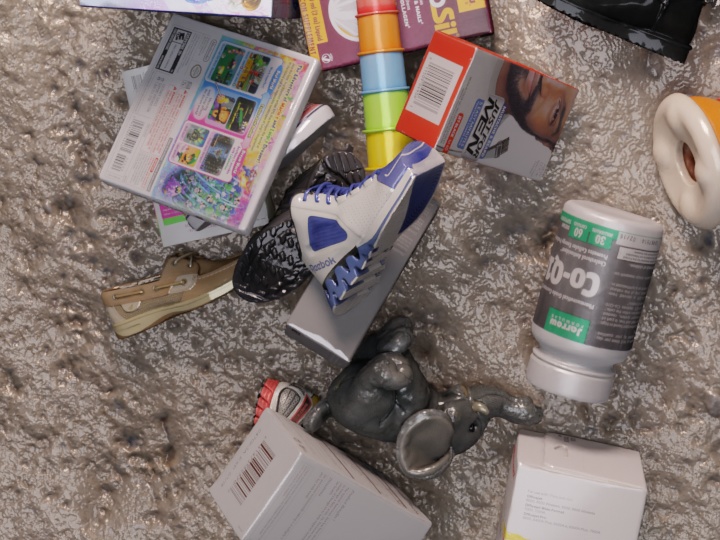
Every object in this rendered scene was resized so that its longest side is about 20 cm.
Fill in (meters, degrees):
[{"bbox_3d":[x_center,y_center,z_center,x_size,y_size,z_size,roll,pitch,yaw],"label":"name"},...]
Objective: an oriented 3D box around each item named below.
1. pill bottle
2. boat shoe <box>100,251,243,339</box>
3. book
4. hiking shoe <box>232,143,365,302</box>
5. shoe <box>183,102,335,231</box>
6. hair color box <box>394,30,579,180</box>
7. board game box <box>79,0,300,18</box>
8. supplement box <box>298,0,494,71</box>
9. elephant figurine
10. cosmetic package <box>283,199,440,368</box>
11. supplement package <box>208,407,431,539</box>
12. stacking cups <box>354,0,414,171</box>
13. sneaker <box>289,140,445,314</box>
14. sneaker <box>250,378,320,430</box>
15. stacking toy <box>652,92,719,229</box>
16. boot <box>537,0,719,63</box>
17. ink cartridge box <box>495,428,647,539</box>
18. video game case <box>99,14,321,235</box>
[{"bbox_3d":[0.249,0.033,1.641,0.112,0.113,0.202,14,100,4],"label":"pill bottle"},{"bbox_3d":[-0.200,0.012,1.708,0.199,0.071,0.065,-24,96,11],"label":"boat shoe"},{"bbox_3d":[-0.181,-0.138,1.697,0.132,0.048,0.202,-11,96,9],"label":"book"},{"bbox_3d":[-0.063,-0.049,1.653,0.076,0.101,0.200,40,101,-7],"label":"hiking shoe"},{"bbox_3d":[-0.128,-0.137,1.633,0.200,0.071,0.091,-37,87,10],"label":"shoe"},{"bbox_3d":[0.135,-0.168,1.581,0.064,0.199,0.112,30,103,36],"label":"hair color box"},{"bbox_3d":[-0.173,-0.290,1.594,0.198,0.200,0.042,5,100,6],"label":"board game box"},{"bbox_3d":[0.037,-0.287,1.628,0.198,0.086,0.111,-11,97,8],"label":"supplement box"},{"bbox_3d":[0.073,0.162,1.678,0.200,0.142,0.155,44,137,-14],"label":"elephant figurine"},{"bbox_3d":[0.000,0.000,1.640,0.090,0.107,0.201,28,83,0],"label":"cosmetic package"},{"bbox_3d":[-0.044,0.260,1.659,0.199,0.117,0.117,34,93,-31],"label":"supplement package"},{"bbox_3d":[0.028,-0.205,1.569,0.060,0.061,0.202,-3,95,7],"label":"stacking cups"},{"bbox_3d":[-0.012,-0.061,1.527,0.115,0.080,0.200,43,123,16],"label":"sneaker"},{"bbox_3d":[-0.088,0.227,1.727,0.081,0.078,0.202,8,101,1],"label":"sneaker"},{"bbox_3d":[0.423,-0.137,1.608,0.198,0.146,0.148,-17,97,-11],"label":"stacking toy"},{"bbox_3d":[0.296,-0.325,1.601,0.197,0.073,0.164,20,103,-4],"label":"boot"},{"bbox_3d":[0.223,0.297,1.668,0.143,0.147,0.202,10,100,4],"label":"ink cartridge box"},{"bbox_3d":[-0.159,-0.156,1.603,0.181,0.024,0.201,20,79,18],"label":"video game case"}]
